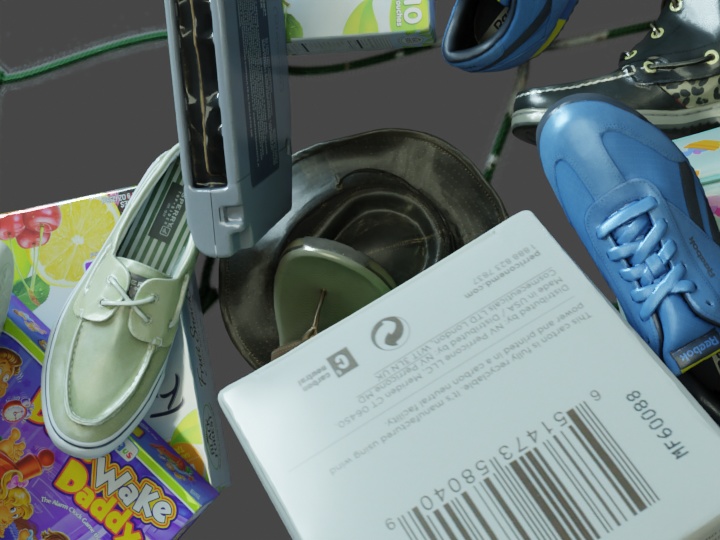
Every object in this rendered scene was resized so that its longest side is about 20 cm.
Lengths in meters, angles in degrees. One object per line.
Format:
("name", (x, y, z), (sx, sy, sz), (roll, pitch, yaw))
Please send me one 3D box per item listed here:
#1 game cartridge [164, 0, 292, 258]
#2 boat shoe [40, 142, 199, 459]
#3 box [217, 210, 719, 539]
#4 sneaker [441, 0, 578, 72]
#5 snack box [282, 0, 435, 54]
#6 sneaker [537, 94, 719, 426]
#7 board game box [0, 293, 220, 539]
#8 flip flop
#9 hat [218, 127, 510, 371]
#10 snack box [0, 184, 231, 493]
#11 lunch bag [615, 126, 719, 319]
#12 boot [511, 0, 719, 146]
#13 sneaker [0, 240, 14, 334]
("game cartridge", (-0.073, -0.120, 0.722), (0.041, 0.133, 0.202), (-2, 104, 7))
("boat shoe", (-0.136, 0.010, 0.741), (0.071, 0.062, 0.202), (19, 70, -6))
("box", (0.068, 0.122, 0.666), (0.198, 0.172, 0.201), (-30, 55, -8))
("sneaker", (0.109, -0.199, 0.741), (0.066, 0.078, 0.201), (44, 128, 21))
("snack box", (-0.025, -0.245, 0.814), (0.141, 0.053, 0.202), (-3, 87, 7))
("sneaker", (0.159, -0.001, 0.653), (0.066, 0.079, 0.201), (-29, 107, 21))
("board game box", (-0.205, 0.121, 0.776), (0.200, 0.045, 0.135), (42, 95, 6))
("flip flop", (-0.027, 0.067, 0.749), (0.080, 0.058, 0.201), (18, 127, 3))
("hat", (0.000, 0.000, 0.789), (0.198, 0.081, 0.203), (0, 87, 8))
("snack box", (-0.172, 0.055, 0.822), (0.141, 0.053, 0.202), (-11, 86, 9))
("lunch bag", (0.247, -0.007, 0.736), (0.198, 0.077, 0.162), (-13, 113, 9))
("boot", (0.188, -0.155, 0.780), (0.201, 0.073, 0.155), (-4, 83, 1))
("sneaker", (-0.282, 0.058, 0.725), (0.110, 0.077, 0.201), (25, 99, -2))
